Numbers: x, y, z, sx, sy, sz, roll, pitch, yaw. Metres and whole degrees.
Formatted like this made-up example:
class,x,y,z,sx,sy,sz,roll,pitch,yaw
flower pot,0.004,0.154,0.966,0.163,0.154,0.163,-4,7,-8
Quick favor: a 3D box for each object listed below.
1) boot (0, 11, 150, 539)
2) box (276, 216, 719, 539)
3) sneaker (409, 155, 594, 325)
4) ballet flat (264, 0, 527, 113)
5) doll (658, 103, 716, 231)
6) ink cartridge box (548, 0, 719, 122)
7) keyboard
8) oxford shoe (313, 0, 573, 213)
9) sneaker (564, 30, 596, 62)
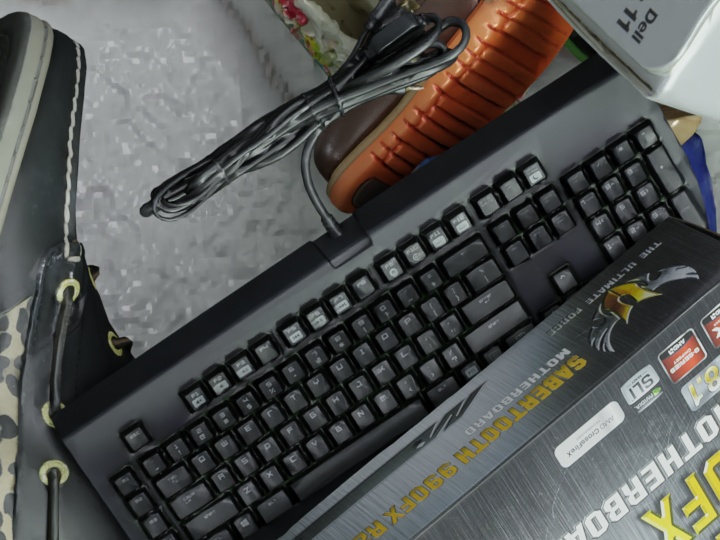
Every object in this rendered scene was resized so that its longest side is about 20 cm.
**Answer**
class,x,y,z,sx,sy,sz,roll,pitch,yaw
boot,-0.073,0.035,0.879,0.153,0.073,0.204,14,81,-27
box,0.063,0.107,0.831,0.200,0.048,0.159,-38,118,-11
sneaker,0.082,0.028,0.886,0.200,0.076,0.105,23,110,-18
ballet flat,-0.013,-0.118,0.919,0.200,0.064,0.076,44,69,-15
doll,0.122,0.038,0.964,0.136,0.048,0.201,-8,105,-3
ink cartridge box,0.163,-0.109,0.843,0.200,0.083,0.147,14,115,-45
keyboard,0.000,0.000,0.827,0.200,0.021,0.127,-34,105,-4
oxford shoe,0.039,-0.109,0.877,0.073,0.071,0.200,36,92,16
sneaker,0.153,-0.098,0.982,0.199,0.084,0.077,5,82,-25
